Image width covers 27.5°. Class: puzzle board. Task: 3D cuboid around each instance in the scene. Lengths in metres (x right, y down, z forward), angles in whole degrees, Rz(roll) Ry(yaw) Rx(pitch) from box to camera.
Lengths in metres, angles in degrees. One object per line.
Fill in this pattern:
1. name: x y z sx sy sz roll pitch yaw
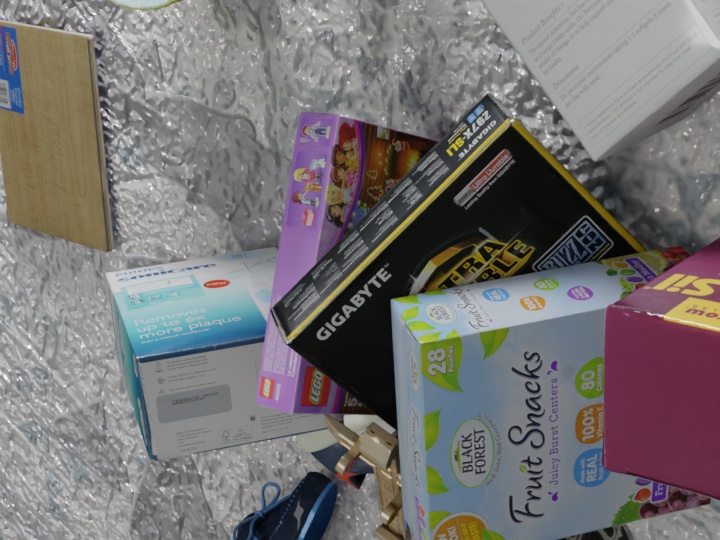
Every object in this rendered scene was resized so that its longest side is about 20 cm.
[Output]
1. puzzle board: -0.286 -0.127 1.361 0.150 0.017 0.201 16 117 39

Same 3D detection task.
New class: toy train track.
1. toy train track: 0.015 0.166 1.060 0.115 0.033 0.200 33 159 21

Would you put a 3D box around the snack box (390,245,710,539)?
1. snack box: 0.125 0.086 0.940 0.068 0.199 0.169 -121 23 -61

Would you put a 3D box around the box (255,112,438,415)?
1. box: 0.000 0.000 1.024 0.039 0.137 0.201 10 92 40

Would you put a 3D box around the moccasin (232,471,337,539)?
1. moccasin: -0.082 0.241 1.280 0.068 0.080 0.200 35 127 12

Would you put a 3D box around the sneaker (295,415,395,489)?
1. sneaker: 0.046 0.114 1.131 0.200 0.075 0.085 -26 111 39

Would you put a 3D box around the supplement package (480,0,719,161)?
1. supplement package: 0.147 -0.188 0.871 0.200 0.117 0.117 57 135 8

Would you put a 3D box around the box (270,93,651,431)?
1. box: 0.068 0.010 0.950 0.200 0.160 0.049 -44 33 9

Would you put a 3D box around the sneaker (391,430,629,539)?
1. sneaker: 0.106 0.176 1.081 0.200 0.077 0.085 32 147 5

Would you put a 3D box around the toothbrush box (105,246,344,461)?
1. toothbrush box: -0.108 0.057 1.128 0.200 0.146 0.086 -132 35 -68

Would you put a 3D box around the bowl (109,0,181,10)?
1. bowl: -0.136 -0.299 1.088 0.200 0.108 0.201 17 118 37

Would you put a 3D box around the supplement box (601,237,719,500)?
1. supplement box: 0.240 0.046 0.826 0.131 0.200 0.104 13 116 37
